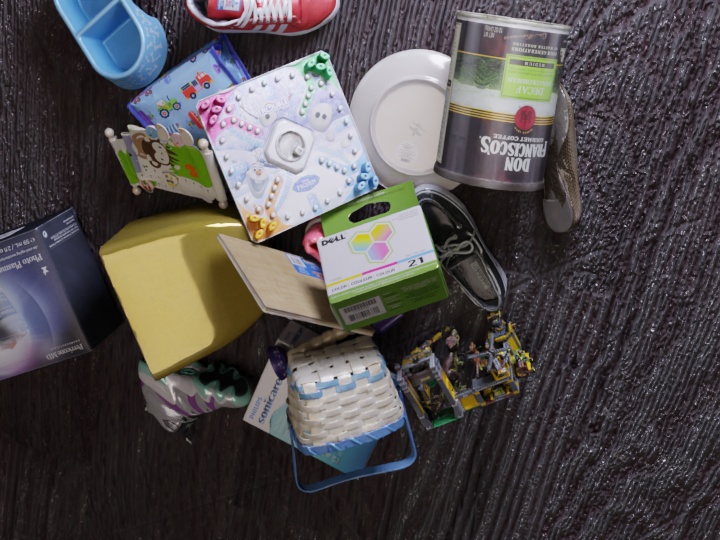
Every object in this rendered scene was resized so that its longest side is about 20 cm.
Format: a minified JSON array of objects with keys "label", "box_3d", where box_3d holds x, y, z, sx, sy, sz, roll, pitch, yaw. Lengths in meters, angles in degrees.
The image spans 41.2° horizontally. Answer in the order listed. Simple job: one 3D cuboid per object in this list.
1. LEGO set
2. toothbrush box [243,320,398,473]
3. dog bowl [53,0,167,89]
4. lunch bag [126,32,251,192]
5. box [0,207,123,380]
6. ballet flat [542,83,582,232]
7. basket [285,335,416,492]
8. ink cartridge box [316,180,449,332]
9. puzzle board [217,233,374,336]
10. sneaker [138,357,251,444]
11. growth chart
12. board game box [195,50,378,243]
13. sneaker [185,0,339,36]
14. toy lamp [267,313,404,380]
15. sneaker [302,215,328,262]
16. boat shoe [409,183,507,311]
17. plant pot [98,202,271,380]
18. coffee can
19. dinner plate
[{"label":"LEGO set","box_3d":[0.131,0.119,1.334,0.197,0.155,0.117,-18,121,24]},{"label":"toothbrush box","box_3d":[-0.055,0.192,1.431,0.197,0.085,0.148,25,110,2]},{"label":"dog bowl","box_3d":[-0.349,-0.345,1.316,0.111,0.050,0.202,-34,86,18]},{"label":"lunch bag","box_3d":[-0.200,-0.198,1.342,0.149,0.094,0.201,-29,109,16]},{"label":"box","box_3d":[-0.501,0.039,1.456,0.197,0.123,0.201,-17,105,17]},{"label":"ballet flat","box_3d":[0.266,-0.152,1.280,0.067,0.046,0.204,0,105,45]},{"label":"basket","box_3d":[-0.016,0.200,1.305,0.173,0.139,0.204,-12,111,-9]},{"label":"ink cartridge box","box_3d":[0.017,-0.041,1.249,0.145,0.203,0.076,-18,145,5]},{"label":"puzzle board","box_3d":[-0.085,0.023,1.262,0.018,0.198,0.151,-54,48,18]},{"label":"sneaker","box_3d":[-0.254,0.213,1.485,0.197,0.078,0.142,15,116,25]},{"label":"growth chart","box_3d":[-0.270,-0.148,1.336,0.197,0.018,0.146,12,143,29]},{"label":"board game box","box_3d":[-0.093,-0.168,1.287,0.197,0.026,0.203,-25,97,-16]},{"label":"sneaker","box_3d":[-0.131,-0.349,1.254,0.196,0.112,0.073,-3,94,12]},{"label":"toy lamp","box_3d":[-0.033,0.088,1.343,0.197,0.058,0.059,-24,102,4]},{"label":"sneaker","box_3d":[0.000,0.000,1.357,0.198,0.087,0.074,30,112,1]},{"label":"boat shoe","box_3d":[0.133,-0.028,1.327,0.073,0.068,0.201,-28,102,21]},{"label":"plant pot","box_3d":[-0.221,0.005,1.355,0.197,0.196,0.197,-20,103,6]},{"label":"coffee can","box_3d":[0.177,-0.215,1.212,0.144,0.146,0.204,9,106,8]},{"label":"dinner plate","box_3d":[0.078,-0.198,1.312,0.196,0.024,0.204,4,109,11]}]
